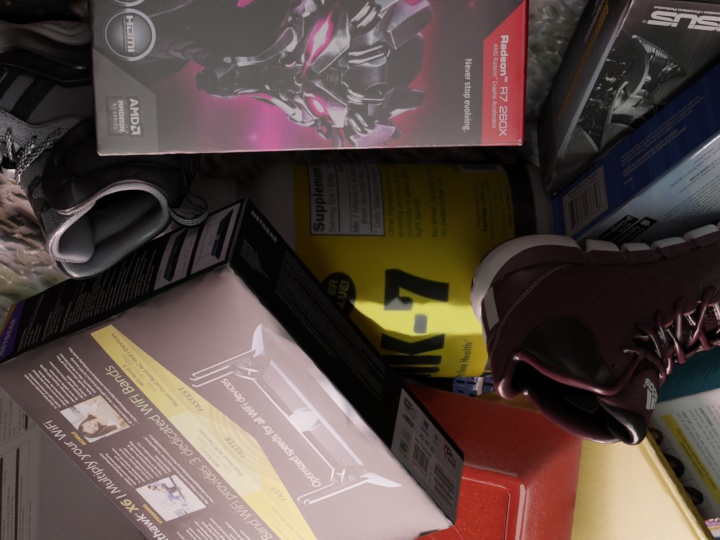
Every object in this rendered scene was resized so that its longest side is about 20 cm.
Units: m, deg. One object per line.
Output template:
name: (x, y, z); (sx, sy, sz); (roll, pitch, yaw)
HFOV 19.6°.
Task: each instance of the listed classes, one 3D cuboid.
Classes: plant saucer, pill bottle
plant saucer: (0.108, 0.141, 1.173); (0.199, 0.049, 0.201); (-20, 111, 36)
pill bottle: (0.000, 0.000, 1.103); (0.198, 0.115, 0.115); (0, 146, -5)
plant saucer: (0.014, 0.155, 1.150); (0.198, 0.037, 0.201); (12, 119, 16)

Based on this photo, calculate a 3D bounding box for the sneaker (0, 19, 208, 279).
sneaker: (-0.166, -0.059, 0.999); (0.198, 0.115, 0.076); (-1, 146, -3)

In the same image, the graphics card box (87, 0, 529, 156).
graphics card box: (-0.023, -0.119, 0.933); (0.198, 0.051, 0.126); (0, 113, -2)

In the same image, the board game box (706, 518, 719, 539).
board game box: (0.226, 0.190, 1.473); (0.152, 0.041, 0.201); (-7, 146, 5)

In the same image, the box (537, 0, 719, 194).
box: (0.203, -0.095, 1.039); (0.198, 0.049, 0.159); (4, 145, -12)

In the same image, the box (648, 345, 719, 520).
box: (0.185, 0.093, 1.160); (0.199, 0.049, 0.083); (-19, 112, 46)

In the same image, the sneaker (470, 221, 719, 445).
sneaker: (0.153, 0.038, 0.996); (0.198, 0.116, 0.076); (-6, 130, 6)

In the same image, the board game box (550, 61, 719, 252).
board game box: (0.233, -0.042, 1.038); (0.198, 0.044, 0.200); (19, 142, -29)

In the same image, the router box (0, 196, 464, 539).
router box: (-0.065, 0.073, 1.054); (0.156, 0.052, 0.200); (-22, 124, 27)

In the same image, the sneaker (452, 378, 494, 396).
sneaker: (0.156, 0.085, 1.279); (0.198, 0.085, 0.078); (13, 125, 17)

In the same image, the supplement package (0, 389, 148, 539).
supplement package: (-0.152, 0.150, 1.274); (0.111, 0.157, 0.199); (-30, 139, 35)
